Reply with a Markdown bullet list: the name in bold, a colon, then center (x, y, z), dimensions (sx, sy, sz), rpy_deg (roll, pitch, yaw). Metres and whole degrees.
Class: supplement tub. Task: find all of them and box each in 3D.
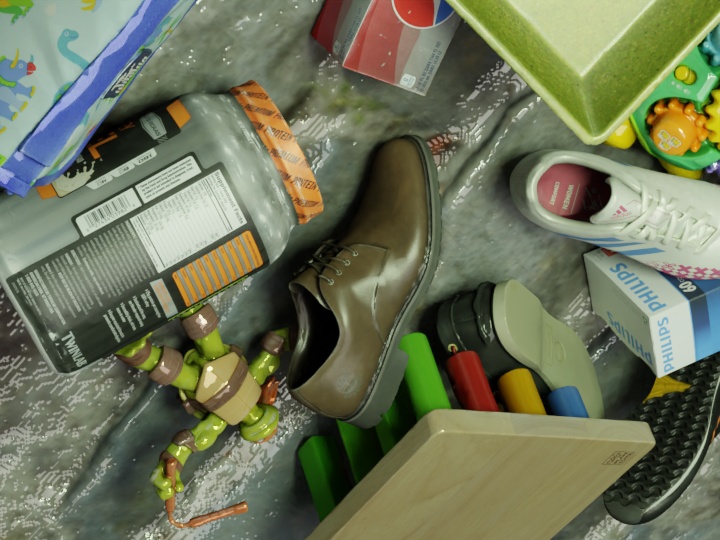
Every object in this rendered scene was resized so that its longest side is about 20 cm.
- **supplement tub**: center (-0.131, -0.031, 1.163), dimensions (0.199, 0.123, 0.123), rpy_deg (-29, 124, -9)

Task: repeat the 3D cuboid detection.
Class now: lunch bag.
- **lunch bag**: center (-0.170, -0.148, 1.037), dimensions (0.127, 0.200, 0.170), rpy_deg (35, 98, -34)

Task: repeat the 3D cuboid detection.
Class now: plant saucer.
- **plant saucer**: center (0.141, -0.215, 1.137), dimensions (0.200, 0.048, 0.200), rpy_deg (43, 94, -19)

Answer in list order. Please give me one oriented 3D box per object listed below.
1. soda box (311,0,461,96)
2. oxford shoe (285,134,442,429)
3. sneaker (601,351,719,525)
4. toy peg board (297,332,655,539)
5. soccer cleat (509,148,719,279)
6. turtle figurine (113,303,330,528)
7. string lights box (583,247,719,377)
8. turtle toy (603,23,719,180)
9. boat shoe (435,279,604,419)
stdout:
- **soda box**: center (0.045, -0.219, 1.180), dimensions (0.070, 0.063, 0.201), rpy_deg (17, 107, -29)
- **oxford shoe**: center (0.000, 0.000, 1.243), dimensions (0.084, 0.073, 0.201), rpy_deg (19, 82, -32)
- **sneaker**: center (0.244, 0.126, 1.406), dimensions (0.201, 0.070, 0.090), rpy_deg (-60, 144, -34)
- **toy peg board**: center (0.067, 0.132, 1.330), dimensions (0.198, 0.098, 0.200), rpy_deg (6, 141, -35)
- **soccer cleat**: center (0.200, -0.036, 1.288), dimensions (0.199, 0.086, 0.070), rpy_deg (13, 93, 1)
- **turtle figurine**: center (-0.094, 0.065, 1.267), dimensions (0.200, 0.064, 0.161), rpy_deg (-44, 125, -9)
- **string lights box**: center (0.279, -0.004, 1.378), dimensions (0.199, 0.103, 0.059), rpy_deg (-23, 125, -13)
- **turtle toy**: center (0.267, -0.120, 1.311), dimensions (0.199, 0.101, 0.146), rpy_deg (21, 106, -34)
- **boat shoe**: center (0.124, 0.072, 1.376), dimensions (0.063, 0.074, 0.201), rpy_deg (-13, 144, 28)
